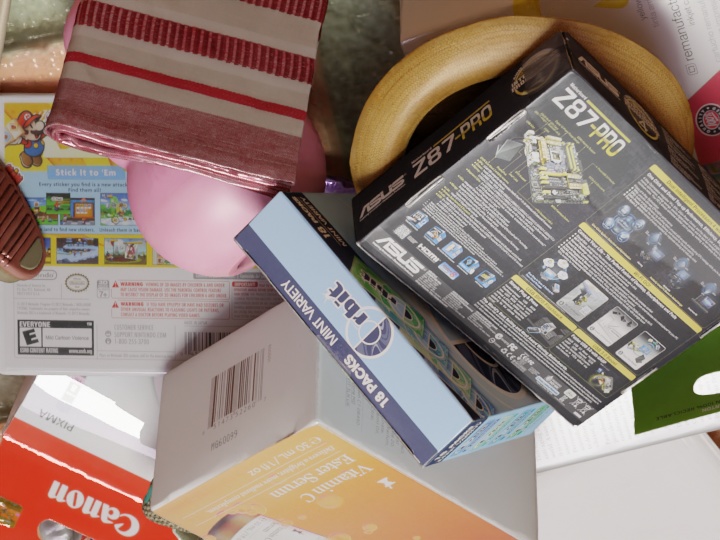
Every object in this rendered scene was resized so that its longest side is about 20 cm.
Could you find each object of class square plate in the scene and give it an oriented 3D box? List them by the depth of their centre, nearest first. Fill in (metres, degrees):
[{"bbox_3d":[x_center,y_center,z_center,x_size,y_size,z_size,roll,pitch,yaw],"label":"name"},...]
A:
[{"bbox_3d":[0.197,0.191,1.558,0.200,0.029,0.198,-33,117,23],"label":"square plate"}]

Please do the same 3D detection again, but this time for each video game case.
[{"bbox_3d":[-0.137,-0.023,1.381,0.199,0.023,0.183,1,95,6],"label":"video game case"}]

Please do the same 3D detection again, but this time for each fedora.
[{"bbox_3d":[0.091,-0.081,1.244,0.199,0.082,0.202,-3,126,-4],"label":"fedora"}]

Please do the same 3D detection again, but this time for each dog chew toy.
[{"bbox_3d":[-0.109,-0.097,1.303,0.124,0.124,0.200,-38,83,25],"label":"dog chew toy"}]

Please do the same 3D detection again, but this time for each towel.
[{"bbox_3d":[-0.095,-0.136,1.253,0.143,0.201,0.023,15,142,-8],"label":"towel"}]

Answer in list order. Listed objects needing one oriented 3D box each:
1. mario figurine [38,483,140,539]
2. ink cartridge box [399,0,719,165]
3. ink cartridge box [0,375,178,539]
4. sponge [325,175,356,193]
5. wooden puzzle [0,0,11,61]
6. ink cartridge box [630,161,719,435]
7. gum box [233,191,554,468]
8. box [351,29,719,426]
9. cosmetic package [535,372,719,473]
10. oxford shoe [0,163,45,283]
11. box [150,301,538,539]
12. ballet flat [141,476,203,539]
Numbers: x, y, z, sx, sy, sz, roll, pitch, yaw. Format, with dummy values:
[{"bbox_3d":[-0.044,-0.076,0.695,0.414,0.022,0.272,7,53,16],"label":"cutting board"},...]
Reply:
[{"bbox_3d":[-0.160,0.189,1.523,0.105,0.124,0.201,14,131,16],"label":"mario figurine"},{"bbox_3d":[0.138,-0.127,1.311,0.199,0.084,0.146,-15,122,13],"label":"ink cartridge box"},{"bbox_3d":[-0.153,0.112,1.437,0.162,0.201,0.057,27,160,-15],"label":"ink cartridge box"},{"bbox_3d":[0.000,0.000,1.395,0.199,0.030,0.112,14,96,5],"label":"sponge"},{"bbox_3d":[-0.324,-0.152,1.344,0.199,0.037,0.186,14,124,-4],"label":"wooden puzzle"},{"bbox_3d":[0.221,-0.004,1.319,0.147,0.200,0.076,-16,122,13],"label":"ink cartridge box"},{"bbox_3d":[0.031,0.029,1.261,0.045,0.200,0.170,-44,76,17],"label":"gum box"},{"bbox_3d":[0.118,-0.018,1.212,0.161,0.049,0.200,-38,121,23],"label":"box"},{"bbox_3d":[0.152,0.069,1.438,0.199,0.071,0.102,-15,106,13],"label":"cosmetic package"},{"bbox_3d":[-0.286,-0.057,1.352,0.200,0.071,0.074,44,123,-9],"label":"oxford shoe"},{"bbox_3d":[-0.007,0.120,1.347,0.200,0.107,0.152,32,133,-33],"label":"box"},{"bbox_3d":[-0.067,0.177,1.437,0.200,0.068,0.075,29,112,-36],"label":"ballet flat"}]
